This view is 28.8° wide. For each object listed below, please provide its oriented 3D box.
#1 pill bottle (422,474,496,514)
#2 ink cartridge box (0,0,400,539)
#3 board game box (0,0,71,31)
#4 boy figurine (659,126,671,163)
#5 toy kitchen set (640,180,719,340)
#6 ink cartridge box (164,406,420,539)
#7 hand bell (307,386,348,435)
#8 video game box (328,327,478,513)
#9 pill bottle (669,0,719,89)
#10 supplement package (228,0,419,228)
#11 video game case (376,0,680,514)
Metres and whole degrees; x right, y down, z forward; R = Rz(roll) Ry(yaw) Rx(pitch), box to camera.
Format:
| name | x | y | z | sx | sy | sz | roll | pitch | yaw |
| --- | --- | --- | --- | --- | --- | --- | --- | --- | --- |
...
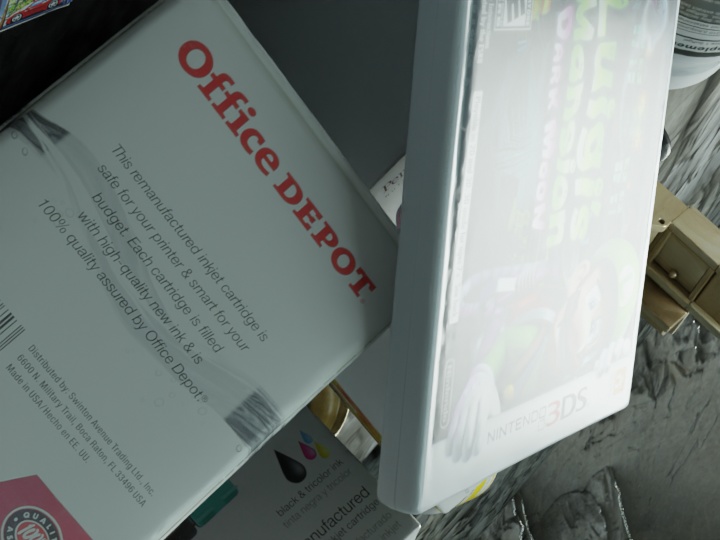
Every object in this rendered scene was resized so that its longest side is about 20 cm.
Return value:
| name | x | y | z | sx | sy | sz | roll | pitch | yaw |
| --- | --- | --- | --- | --- | --- | --- | --- | --- | --- |
| pill bottle | 0.103 | 0.221 | 1.651 | 0.112 | 0.111 | 0.200 | -49 | 164 | 10 |
| ink cartridge box | -0.097 | 0.015 | 0.515 | 0.200 | 0.147 | 0.083 | -42 | -167 | -16 |
| board game box | -0.075 | -0.156 | 0.338 | 0.199 | 0.062 | 0.201 | -34 | 161 | -39 |
| boy figurine | 0.100 | -0.135 | 0.661 | 0.064 | 0.125 | 0.201 | -18 | 137 | 2 |
| toy kitchen set | 0.302 | 0.034 | 1.546 | 0.180 | 0.200 | 0.164 | -35 | 160 | -36 |
| ink cartridge box | -0.097 | 0.134 | 0.736 | 0.146 | 0.200 | 0.147 | -37 | 161 | -29 |
| hand bell | -0.096 | 0.111 | 0.949 | 0.104 | 0.105 | 0.200 | -33 | 173 | -39 |
| video game box | -0.014 | 0.024 | 0.688 | 0.047 | 0.200 | 0.182 | -40 | 164 | -2 |
| pill bottle | 0.177 | -0.175 | 0.699 | 0.116 | 0.116 | 0.200 | -42 | 171 | -14 |
| supplement package | 0.016 | -0.080 | 0.675 | 0.114 | 0.109 | 0.200 | -45 | 164 | -5 |
| video game case | 0.073 | -0.022 | 0.560 | 0.181 | 0.023 | 0.203 | -14 | 113 | -53 |
